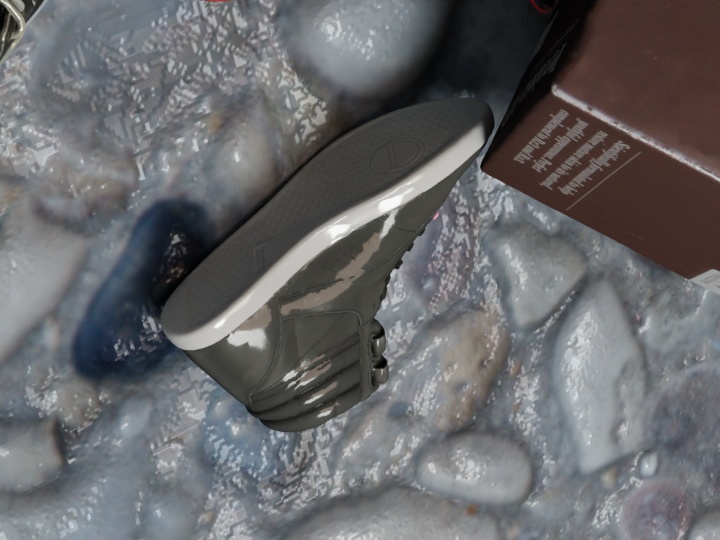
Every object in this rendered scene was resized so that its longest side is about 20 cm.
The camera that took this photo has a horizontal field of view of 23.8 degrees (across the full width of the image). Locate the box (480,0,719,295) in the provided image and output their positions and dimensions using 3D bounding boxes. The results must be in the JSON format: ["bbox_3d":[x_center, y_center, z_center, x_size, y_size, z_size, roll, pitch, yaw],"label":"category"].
[{"bbox_3d":[0.182,-0.114,0.815,0.163,0.166,0.201,27,79,-3],"label":"box"}]

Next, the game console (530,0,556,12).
[{"bbox_3d":[0.084,-0.238,0.673,0.172,0.119,0.200,-35,139,3],"label":"game console"}]

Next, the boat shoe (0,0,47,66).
[{"bbox_3d":[-0.170,-0.105,0.719,0.072,0.071,0.201,38,81,-35],"label":"boat shoe"}]

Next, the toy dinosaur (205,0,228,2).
[{"bbox_3d":[-0.040,-0.213,0.731,0.104,0.200,0.183,12,70,-18],"label":"toy dinosaur"}]

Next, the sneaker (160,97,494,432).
[{"bbox_3d":[0.000,0.000,0.866,0.200,0.071,0.099,-40,125,-13],"label":"sneaker"}]
